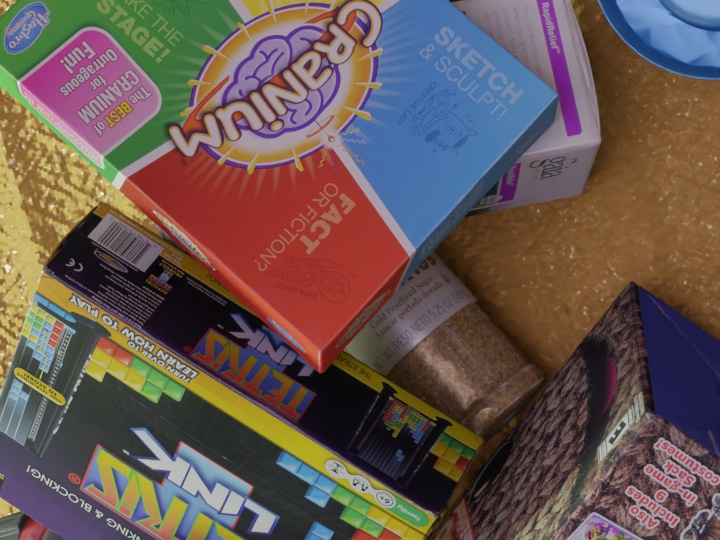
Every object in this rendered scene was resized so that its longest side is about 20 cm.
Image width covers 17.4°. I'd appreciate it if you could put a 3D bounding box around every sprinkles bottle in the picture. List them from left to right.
[{"bbox_3d":[0.000,0.000,1.120,0.068,0.068,0.200,-45,80,19],"label":"sprinkles bottle"}]

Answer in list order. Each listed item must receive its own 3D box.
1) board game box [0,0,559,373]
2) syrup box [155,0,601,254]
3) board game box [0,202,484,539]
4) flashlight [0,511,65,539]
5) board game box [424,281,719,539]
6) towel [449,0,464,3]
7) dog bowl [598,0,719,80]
[{"bbox_3d":[-0.039,-0.080,1.000,0.200,0.040,0.153,41,79,10],"label":"board game box"},{"bbox_3d":[0.003,-0.063,1.058,0.199,0.079,0.082,-10,76,-3],"label":"syrup box"},{"bbox_3d":[-0.065,0.085,1.052,0.200,0.057,0.166,31,136,5],"label":"board game box"},{"bbox_3d":[-0.097,0.133,1.170,0.199,0.068,0.068,-17,76,25],"label":"flashlight"},{"bbox_3d":[0.101,0.131,1.035,0.097,0.160,0.200,34,108,-8],"label":"board game box"},{"bbox_3d":[0.000,-0.204,1.090,0.152,0.023,0.201,-18,70,21],"label":"towel"},{"bbox_3d":[0.178,-0.183,1.041,0.111,0.050,0.201,24,105,17],"label":"dog bowl"}]
